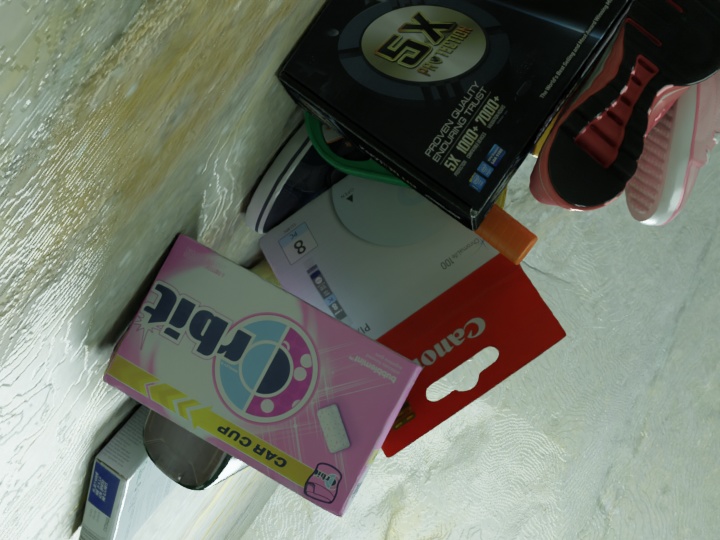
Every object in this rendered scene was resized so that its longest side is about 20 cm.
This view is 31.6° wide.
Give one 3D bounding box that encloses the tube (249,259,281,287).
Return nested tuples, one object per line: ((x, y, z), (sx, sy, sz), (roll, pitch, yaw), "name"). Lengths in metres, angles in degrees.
((-0.092, 0.028, 1.127), (0.058, 0.052, 0.200), (-51, 175, 15), "tube")

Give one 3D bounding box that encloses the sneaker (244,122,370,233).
((-0.007, -0.095, 1.011), (0.200, 0.079, 0.079), (-51, 173, -18), "sneaker")

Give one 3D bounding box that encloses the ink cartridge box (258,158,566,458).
((0.033, 0.010, 0.933), (0.159, 0.201, 0.047), (-34, 146, 5), "ink cartridge box")

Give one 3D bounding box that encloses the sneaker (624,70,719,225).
((0.255, -0.117, 0.918), (0.075, 0.104, 0.202), (136, -32, -64), "sneaker")

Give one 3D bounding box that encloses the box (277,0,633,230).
((0.069, -0.157, 0.862), (0.201, 0.163, 0.086), (-53, 173, 0), "box")

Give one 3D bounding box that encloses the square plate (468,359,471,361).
((0.076, -0.007, 1.352), (0.197, 0.028, 0.203), (-1, -101, 54), "square plate")

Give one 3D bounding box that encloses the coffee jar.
((-0.095, 0.115, 1.093), (0.105, 0.085, 0.200), (-61, 160, 16), "coffee jar")

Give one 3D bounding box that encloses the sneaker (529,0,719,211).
((0.175, -0.124, 0.855), (0.201, 0.074, 0.087), (-50, -172, -10), "sneaker")

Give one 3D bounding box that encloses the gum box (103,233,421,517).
((-0.070, 0.069, 0.880), (0.114, 0.199, 0.066), (-61, 173, -3), "gum box")

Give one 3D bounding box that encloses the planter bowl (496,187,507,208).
((0.054, -0.087, 1.264), (0.083, 0.201, 0.201), (8, 129, -32), "planter bowl")

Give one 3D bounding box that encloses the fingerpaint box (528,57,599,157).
((0.141, -0.184, 1.011), (0.200, 0.073, 0.169), (37, -68, 61), "fingerpaint box")

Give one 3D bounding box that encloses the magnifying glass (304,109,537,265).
((0.043, -0.075, 0.919), (0.080, 0.199, 0.022), (-50, 165, -1), "magnifying glass")

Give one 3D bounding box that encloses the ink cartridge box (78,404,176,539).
((-0.180, 0.157, 1.180), (0.200, 0.043, 0.197), (-51, 171, -38), "ink cartridge box")
